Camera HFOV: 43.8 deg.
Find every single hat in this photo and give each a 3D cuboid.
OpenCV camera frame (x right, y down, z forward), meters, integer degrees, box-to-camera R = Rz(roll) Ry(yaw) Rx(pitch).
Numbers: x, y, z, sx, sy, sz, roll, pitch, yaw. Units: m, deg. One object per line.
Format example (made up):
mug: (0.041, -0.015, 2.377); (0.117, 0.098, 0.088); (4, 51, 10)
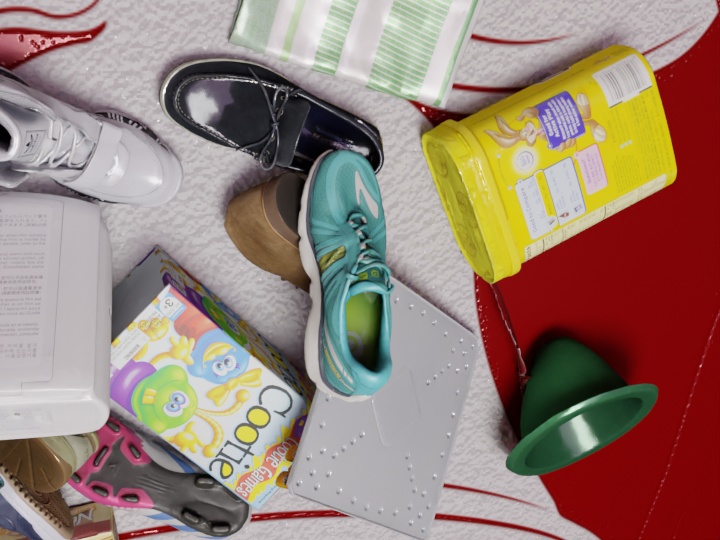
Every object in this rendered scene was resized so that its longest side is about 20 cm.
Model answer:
hat: (0.191, 0.088, 0.921); (0.165, 0.177, 0.200); (-14, 148, -18)

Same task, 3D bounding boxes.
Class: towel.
towel: (0.007, -0.232, 0.743); (0.199, 0.023, 0.153); (14, 105, -22)

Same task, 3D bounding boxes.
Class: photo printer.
photo printer: (-0.268, 0.025, 0.661); (0.165, 0.201, 0.070); (-2, 142, -13)

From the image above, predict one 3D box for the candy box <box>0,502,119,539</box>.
candy box: (-0.273, 0.323, 0.836); (0.115, 0.055, 0.201); (-10, 111, -14)

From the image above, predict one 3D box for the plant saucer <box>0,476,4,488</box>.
plant saucer: (-0.346, 0.096, 0.678); (0.019, 0.070, 0.201); (-34, 94, 5)

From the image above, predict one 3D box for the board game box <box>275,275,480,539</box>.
board game box: (0.023, 0.120, 0.795); (0.200, 0.026, 0.201); (34, 67, -44)

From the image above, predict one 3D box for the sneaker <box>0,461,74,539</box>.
sneaker: (-0.344, 0.186, 0.753); (0.108, 0.070, 0.200); (-43, 106, -3)

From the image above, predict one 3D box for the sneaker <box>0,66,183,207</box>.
sneaker: (-0.224, -0.090, 0.670); (0.199, 0.115, 0.075); (24, 101, -24)

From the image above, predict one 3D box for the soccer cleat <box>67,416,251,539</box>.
soccer cleat: (-0.193, 0.191, 0.809); (0.199, 0.086, 0.070); (27, 69, -3)

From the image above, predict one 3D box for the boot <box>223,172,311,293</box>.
boot: (-0.040, -0.008, 0.796); (0.075, 0.074, 0.200); (-14, 136, 33)

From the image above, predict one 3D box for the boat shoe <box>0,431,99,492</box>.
boat shoe: (-0.298, 0.090, 0.734); (0.073, 0.063, 0.200); (-33, 97, 31)

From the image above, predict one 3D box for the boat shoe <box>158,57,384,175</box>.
boat shoe: (-0.066, -0.121, 0.739); (0.199, 0.062, 0.075); (18, 105, -21)

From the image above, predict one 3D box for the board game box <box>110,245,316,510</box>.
board game box: (-0.131, 0.092, 0.771); (0.103, 0.105, 0.200); (-45, 116, 1)

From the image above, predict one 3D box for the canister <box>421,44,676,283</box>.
canister: (0.174, -0.098, 0.810); (0.199, 0.087, 0.149); (-27, 114, -8)

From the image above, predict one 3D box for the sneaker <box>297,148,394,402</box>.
sneaker: (0.000, 0.000, 0.699); (0.077, 0.080, 0.201); (0, 80, -25)
